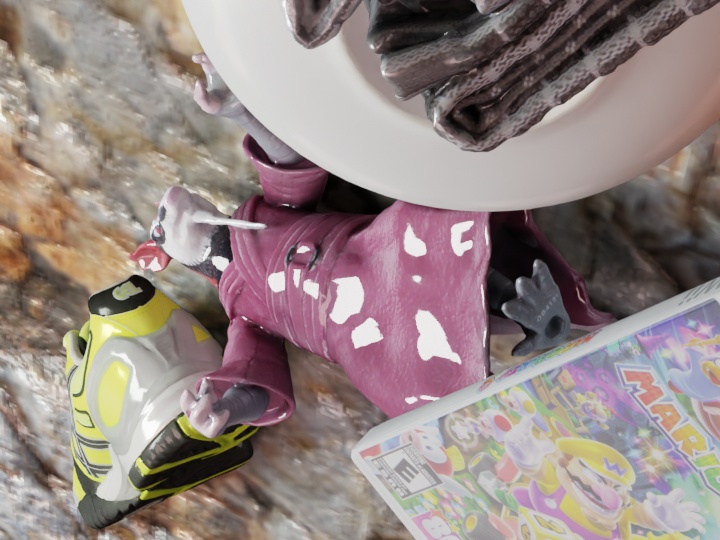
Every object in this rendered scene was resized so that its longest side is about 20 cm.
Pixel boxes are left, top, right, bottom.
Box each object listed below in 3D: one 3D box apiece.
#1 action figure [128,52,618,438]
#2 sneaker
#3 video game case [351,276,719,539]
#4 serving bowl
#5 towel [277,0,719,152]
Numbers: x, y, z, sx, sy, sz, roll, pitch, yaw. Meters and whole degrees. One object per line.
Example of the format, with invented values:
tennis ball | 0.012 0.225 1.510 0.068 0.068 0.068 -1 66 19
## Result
action figure | 0.000 0.000 0.941 0.199 0.135 0.149 20 -172 38
sneaker | -0.088 0.055 1.057 0.077 0.075 0.200 62 159 9
video game case | 0.095 0.083 0.760 0.143 0.018 0.200 51 144 -8
serving bowl | 0.036 -0.093 0.750 0.199 0.066 0.201 2 127 3
towel | 0.074 -0.120 0.609 0.200 0.166 0.086 -35 111 13
